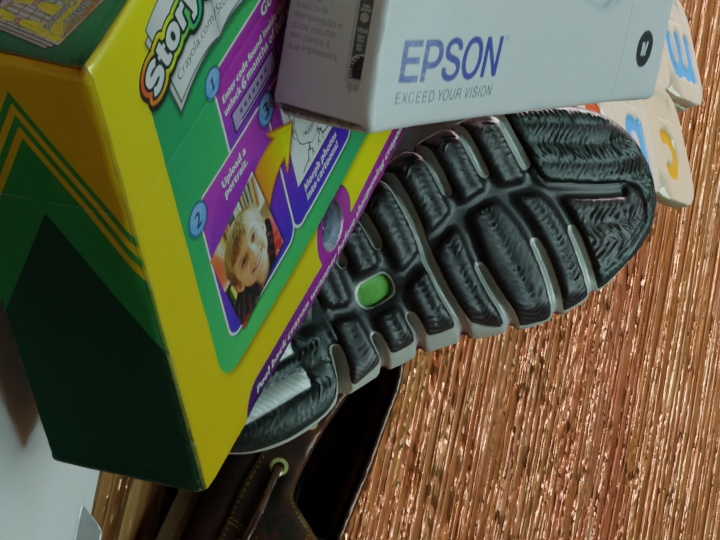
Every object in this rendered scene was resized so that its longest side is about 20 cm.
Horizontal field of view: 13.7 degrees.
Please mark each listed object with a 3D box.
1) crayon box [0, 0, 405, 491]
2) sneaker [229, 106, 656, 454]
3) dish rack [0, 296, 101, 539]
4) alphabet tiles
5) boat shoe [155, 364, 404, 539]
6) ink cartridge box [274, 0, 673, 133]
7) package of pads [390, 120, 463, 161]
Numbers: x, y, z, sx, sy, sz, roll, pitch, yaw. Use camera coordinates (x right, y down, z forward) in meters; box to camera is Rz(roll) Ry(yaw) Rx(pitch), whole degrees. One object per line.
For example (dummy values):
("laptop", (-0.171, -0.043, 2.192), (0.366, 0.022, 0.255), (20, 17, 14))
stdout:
("crayon box", (-0.045, -0.066, 0.901), (0.173, 0.058, 0.200), (78, 31, -44))
("sneaker", (0.000, 0.000, 1.064), (0.200, 0.115, 0.076), (-24, 96, -21))
("dish rack", (-0.110, 0.015, 0.921), (0.172, 0.043, 0.200), (49, 48, -63))
("alphabet tiles", (0.086, -0.123, 1.168), (0.200, 0.015, 0.196), (14, 63, -64))
("boat shoe", (-0.035, 0.101, 1.093), (0.070, 0.070, 0.200), (69, 32, -59))
("ink cartridge box", (0.054, -0.148, 0.928), (0.199, 0.041, 0.200), (-12, 114, -58))
("package of pads", (0.038, -0.056, 1.190), (0.200, 0.120, 0.076), (-23, 102, -67))
